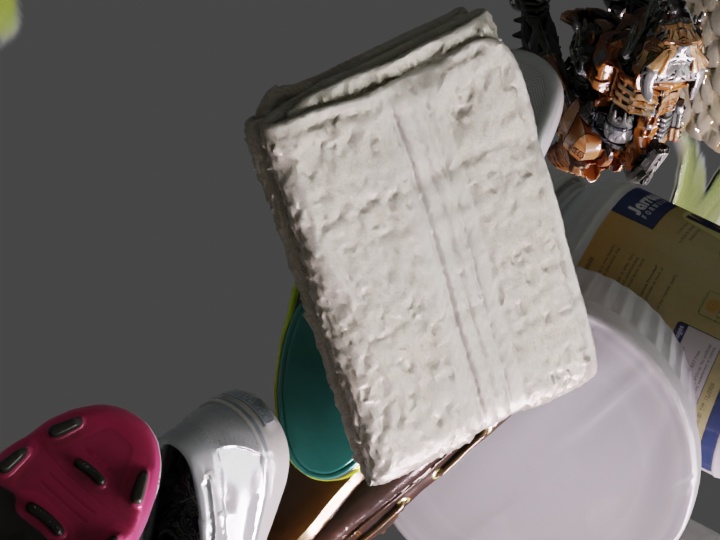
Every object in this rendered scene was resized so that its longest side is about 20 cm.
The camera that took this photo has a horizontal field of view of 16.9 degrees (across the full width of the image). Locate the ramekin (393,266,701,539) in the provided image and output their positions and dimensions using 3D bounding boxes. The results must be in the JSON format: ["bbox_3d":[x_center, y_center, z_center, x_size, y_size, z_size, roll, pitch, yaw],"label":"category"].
[{"bbox_3d":[0.107,0.087,1.426,0.094,0.202,0.203,-56,165,-61],"label":"ramekin"}]

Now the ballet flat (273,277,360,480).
[{"bbox_3d":[0.000,0.000,1.162,0.067,0.067,0.200,-56,153,-74],"label":"ballet flat"}]

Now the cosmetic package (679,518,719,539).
[{"bbox_3d":[0.128,0.164,1.568,0.052,0.200,0.151,-67,161,11],"label":"cosmetic package"}]

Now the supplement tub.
[{"bbox_3d":[0.182,0.029,1.522,0.144,0.200,0.145,-53,160,-29],"label":"supplement tub"}]

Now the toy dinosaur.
[{"bbox_3d":[0.125,-0.101,1.270,0.102,0.136,0.200,2,158,-33],"label":"toy dinosaur"}]

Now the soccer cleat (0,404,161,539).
[{"bbox_3d":[-0.153,0.142,0.992,0.200,0.070,0.086,-56,177,-15],"label":"soccer cleat"}]

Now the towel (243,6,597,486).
[{"bbox_3d":[0.030,-0.011,1.112,0.132,0.034,0.200,-25,115,-19],"label":"towel"}]

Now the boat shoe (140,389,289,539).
[{"bbox_3d":[-0.085,0.152,1.181,0.068,0.072,0.200,-21,140,-43],"label":"boat shoe"}]

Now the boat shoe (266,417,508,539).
[{"bbox_3d":[-0.002,0.106,1.221,0.070,0.070,0.200,27,124,-37],"label":"boat shoe"}]

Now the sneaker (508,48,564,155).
[{"bbox_3d":[0.038,-0.022,1.277,0.200,0.073,0.112,-53,165,-3],"label":"sneaker"}]

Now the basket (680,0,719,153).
[{"bbox_3d":[0.329,-0.164,1.677,0.161,0.198,0.200,-49,159,-25],"label":"basket"}]
